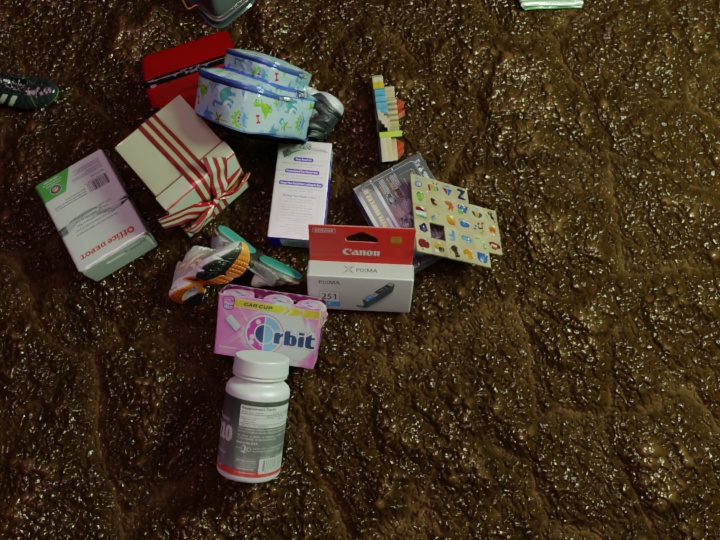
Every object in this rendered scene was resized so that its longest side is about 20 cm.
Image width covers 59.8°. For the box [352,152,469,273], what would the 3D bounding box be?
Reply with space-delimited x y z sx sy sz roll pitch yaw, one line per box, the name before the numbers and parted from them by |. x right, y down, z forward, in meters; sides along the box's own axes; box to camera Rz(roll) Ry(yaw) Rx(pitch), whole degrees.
box | 0.097 -0.106 1.230 0.156 0.048 0.202 -29 78 -7

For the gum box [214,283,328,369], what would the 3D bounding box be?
gum box | -0.161 0.102 1.146 0.195 0.066 0.116 9 104 1

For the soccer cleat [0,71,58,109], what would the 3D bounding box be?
soccer cleat | -0.720 -0.373 1.272 0.195 0.081 0.069 2 76 0

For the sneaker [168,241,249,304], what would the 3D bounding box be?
sneaker | -0.284 -0.018 1.155 0.198 0.075 0.094 -28 56 27

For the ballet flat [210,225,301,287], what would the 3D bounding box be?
ballet flat | -0.205 -0.009 1.203 0.198 0.072 0.073 31 78 7

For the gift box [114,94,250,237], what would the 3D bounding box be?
gift box | -0.330 -0.184 1.174 0.184 0.200 0.187 -43 81 -5

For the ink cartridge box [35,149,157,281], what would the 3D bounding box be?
ink cartridge box | -0.505 -0.103 1.207 0.145 0.083 0.202 -30 77 -8

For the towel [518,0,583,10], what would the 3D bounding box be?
towel | 0.410 -0.671 1.385 0.149 0.023 0.205 -3 76 0

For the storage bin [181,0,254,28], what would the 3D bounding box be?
storage bin | -0.337 -0.637 1.314 0.145 0.135 0.200 -41 79 -10

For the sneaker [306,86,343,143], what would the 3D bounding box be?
sneaker | -0.140 -0.314 1.266 0.196 0.076 0.116 17 80 6

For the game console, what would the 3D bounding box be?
game console | -0.343 -0.392 1.313 0.196 0.119 0.176 -20 108 -5

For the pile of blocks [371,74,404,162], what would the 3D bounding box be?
pile of blocks | 0.062 -0.312 1.263 0.061 0.082 0.205 -6 76 -2

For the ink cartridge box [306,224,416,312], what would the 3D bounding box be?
ink cartridge box | 0.000 0.000 1.141 0.195 0.178 0.045 2 46 0

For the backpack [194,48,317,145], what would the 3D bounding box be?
backpack | -0.196 -0.320 1.141 0.181 0.199 0.150 24 111 28

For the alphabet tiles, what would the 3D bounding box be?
alphabet tiles | 0.184 -0.091 1.194 0.196 0.008 0.170 12 59 -24

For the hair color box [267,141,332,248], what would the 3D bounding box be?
hair color box | -0.116 -0.150 1.232 0.107 0.065 0.205 5 78 2

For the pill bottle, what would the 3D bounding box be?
pill bottle | -0.182 0.247 1.081 0.111 0.114 0.205 7 94 1
